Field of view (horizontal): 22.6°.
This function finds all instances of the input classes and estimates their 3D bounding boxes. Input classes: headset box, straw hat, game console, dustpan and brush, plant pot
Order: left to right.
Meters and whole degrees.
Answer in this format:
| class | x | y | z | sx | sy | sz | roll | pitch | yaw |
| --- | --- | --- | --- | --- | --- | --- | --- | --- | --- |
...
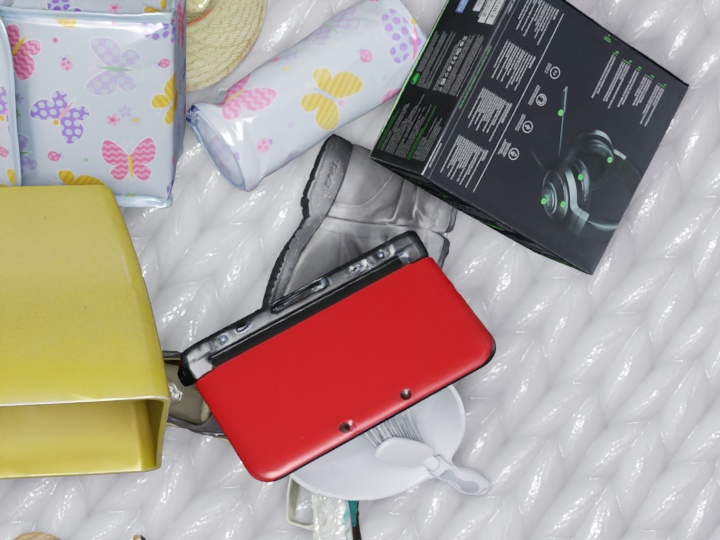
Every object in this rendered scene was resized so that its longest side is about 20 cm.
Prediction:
| class | x | y | z | sx | sy | sz | roll | pitch | yaw |
| --- | --- | --- | --- | --- | --- | --- | --- | --- | --- |
| plant pot | -0.249 | 0.043 | 1.329 | 0.199 | 0.200 | 0.177 | -3 | 69 | -10 |
| straw hat | -0.143 | -0.243 | 1.409 | 0.200 | 0.085 | 0.202 | 1 | 87 | -27 |
| game console | -0.022 | 0.069 | 1.336 | 0.199 | 0.172 | 0.119 | -27 | 84 | -12 |
| dustpan and brush | 0.045 | 0.143 | 1.425 | 0.140 | 0.200 | 0.057 | -44 | 60 | 13 |
| headset box | 0.139 | -0.115 | 1.420 | 0.200 | 0.093 | 0.175 | 27 | 89 | -29 |

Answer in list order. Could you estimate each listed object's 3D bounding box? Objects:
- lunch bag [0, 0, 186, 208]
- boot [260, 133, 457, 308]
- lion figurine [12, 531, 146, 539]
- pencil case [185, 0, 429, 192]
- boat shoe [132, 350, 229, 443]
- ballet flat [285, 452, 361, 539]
| class | x | y | z | sx | sy | sz | roll | pitch | yaw |
| --- | --- | --- | --- | --- | --- | --- | --- | --- | --- |
| lunch bag | -0.234 | -0.141 | 1.352 | 0.199 | 0.127 | 0.170 | 5 | 123 | 0 |
| boot | 0.000 | 0.000 | 1.462 | 0.131 | 0.070 | 0.201 | 22 | 94 | -8 |
| lion figurine | -0.205 | 0.287 | 1.453 | 0.122 | 0.072 | 0.201 | -30 | 96 | 5 |
| pencil case | -0.039 | -0.144 | 1.433 | 0.200 | 0.091 | 0.083 | -33 | 114 | -11 |
| boat shoe | -0.111 | 0.104 | 1.435 | 0.199 | 0.065 | 0.074 | 4 | 84 | 13 |
| ballet flat | -0.027 | 0.215 | 1.466 | 0.071 | 0.072 | 0.201 | -3 | 84 | -3 |
